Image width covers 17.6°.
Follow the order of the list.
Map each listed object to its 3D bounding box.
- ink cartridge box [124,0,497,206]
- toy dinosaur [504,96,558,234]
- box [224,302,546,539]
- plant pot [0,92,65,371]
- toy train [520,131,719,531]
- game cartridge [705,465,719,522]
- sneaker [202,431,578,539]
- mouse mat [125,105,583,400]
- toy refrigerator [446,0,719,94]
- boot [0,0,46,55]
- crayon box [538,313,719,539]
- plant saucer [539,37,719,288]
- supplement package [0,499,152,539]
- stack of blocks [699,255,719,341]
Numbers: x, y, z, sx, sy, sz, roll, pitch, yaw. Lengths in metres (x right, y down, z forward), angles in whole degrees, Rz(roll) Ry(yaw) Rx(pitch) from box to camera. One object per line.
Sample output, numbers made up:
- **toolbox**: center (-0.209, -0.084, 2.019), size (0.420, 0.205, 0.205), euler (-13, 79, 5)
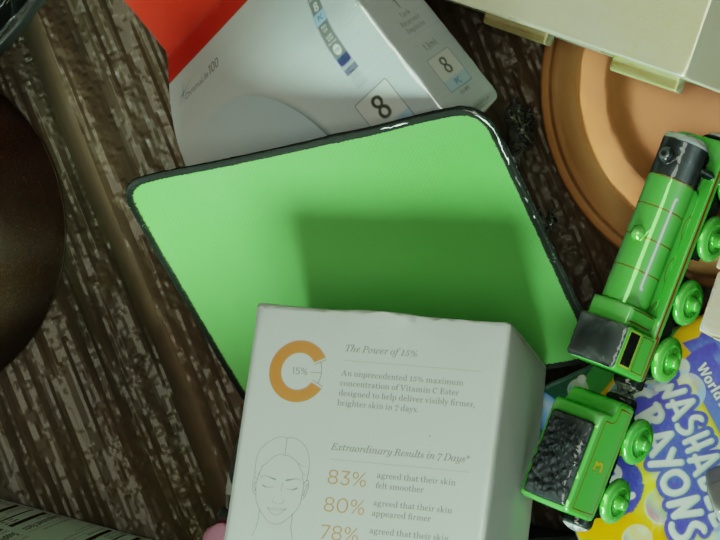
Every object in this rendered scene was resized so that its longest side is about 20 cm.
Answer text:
- **ink cartridge box**: center (-0.049, -0.113, 1.131), size (0.200, 0.047, 0.160), euler (51, 135, 1)
- **toy dinosaur**: center (0.052, -0.032, 1.160), size (0.088, 0.047, 0.201), euler (-22, 90, 29)
- **box**: center (0.009, 0.126, 1.082), size (0.124, 0.097, 0.201), euler (4, 77, 17)
- **plant pot**: center (-0.266, -0.015, 1.145), size (0.186, 0.200, 0.188), euler (1, 94, 11)
- **toy train**: center (0.128, 0.025, 1.088), size (0.042, 0.056, 0.201), euler (18, 86, 40)
- **game cartridge**: center (0.248, 0.138, 1.062), size (0.129, 0.038, 0.200), euler (-23, 130, 8)
- **sneaker**: center (0.021, 0.116, 1.167), size (0.199, 0.079, 0.096), euler (7, 83, 9)
- **mouse mat**: center (0.000, 0.000, 1.128), size (0.199, 0.008, 0.161), euler (-10, 127, 26)
- **toy refrigerator**: center (0.089, -0.142, 1.101), size (0.199, 0.076, 0.070), euler (22, 97, 27)
- **boot**: center (-0.180, -0.185, 1.139), size (0.079, 0.158, 0.212), euler (31, 99, 8)
- **crayon box**: center (0.194, 0.080, 1.115), size (0.199, 0.052, 0.126), euler (-25, 66, 11)
- **plant saucer**: center (0.185, -0.090, 1.135), size (0.199, 0.037, 0.201), euler (1, 93, 12)
- **supplement package**: center (-0.164, 0.230, 1.165), size (0.199, 0.147, 0.192), euler (14, 96, 10)
- **stack of blocks**: center (0.244, -0.046, 1.060), size (0.115, 0.059, 0.201), euler (19, 89, 24)
